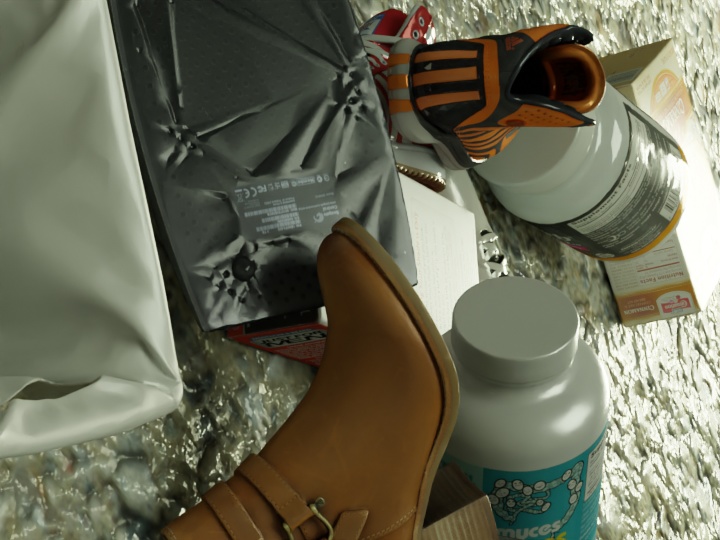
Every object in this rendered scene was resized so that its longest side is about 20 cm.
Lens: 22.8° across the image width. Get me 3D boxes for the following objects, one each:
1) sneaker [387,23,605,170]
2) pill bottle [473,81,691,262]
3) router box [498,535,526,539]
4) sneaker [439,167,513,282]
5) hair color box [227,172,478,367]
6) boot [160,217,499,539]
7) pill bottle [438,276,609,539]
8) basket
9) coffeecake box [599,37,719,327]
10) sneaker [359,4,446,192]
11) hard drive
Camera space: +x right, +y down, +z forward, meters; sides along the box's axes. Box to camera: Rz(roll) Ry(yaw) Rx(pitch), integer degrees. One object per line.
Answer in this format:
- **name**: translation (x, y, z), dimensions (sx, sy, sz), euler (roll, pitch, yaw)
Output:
- **sneaker**: translation (0.096, -0.102, 1.069), dimensions (0.200, 0.111, 0.078), euler (-11, 98, -71)
- **pill bottle**: translation (0.158, -0.082, 1.307), dimensions (0.200, 0.116, 0.117), euler (23, 58, -56)
- **router box**: translation (0.065, 0.218, 0.937), dimensions (0.198, 0.062, 0.151), euler (12, 61, -13)
- **sneaker**: translation (0.086, 0.021, 1.175), dimensions (0.072, 0.072, 0.202), euler (-18, 93, -61)
- **hair color box**: translation (0.000, 0.000, 1.028), dimensions (0.200, 0.064, 0.112), euler (25, 59, -59)
- **boot**: translation (-0.027, 0.090, 0.853), dimensions (0.201, 0.154, 0.074), euler (71, -15, -14)
- **pill bottle**: translation (0.084, 0.103, 1.019), dimensions (0.111, 0.110, 0.201), euler (-67, 161, -49)
- **basket**: translation (-0.165, -0.027, 0.659), dimensions (0.135, 0.123, 0.202), euler (-8, 86, -63)
- **coffeecake box**: translation (0.244, -0.076, 1.514), dimensions (0.154, 0.073, 0.201), euler (-44, 118, -60)
- **sneaker**: translation (-0.004, -0.114, 1.059), dimensions (0.200, 0.071, 0.113), euler (22, 63, -67)
- **hard drive**: translation (-0.055, -0.073, 0.906), dimensions (0.134, 0.042, 0.201), euler (-12, 82, -26)
